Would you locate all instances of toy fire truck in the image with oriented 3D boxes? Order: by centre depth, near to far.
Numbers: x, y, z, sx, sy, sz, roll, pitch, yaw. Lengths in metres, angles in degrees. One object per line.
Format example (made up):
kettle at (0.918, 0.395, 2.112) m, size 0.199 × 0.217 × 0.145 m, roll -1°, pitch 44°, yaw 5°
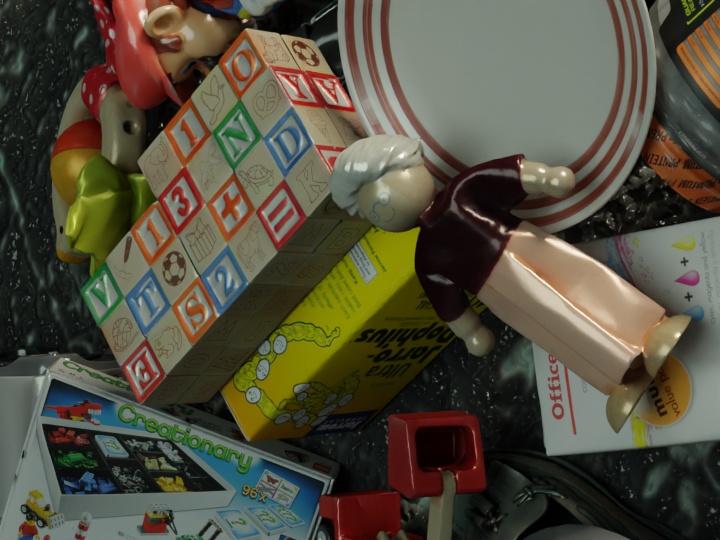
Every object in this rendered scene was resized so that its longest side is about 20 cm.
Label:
toy fire truck at (0.023, 0.183, 1.115) m, size 0.141 × 0.048 × 0.202 m, roll 178°, pitch 91°, yaw -65°

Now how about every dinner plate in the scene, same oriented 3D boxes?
dinner plate at (0.071, -0.116, 0.979) m, size 0.199 × 0.024 × 0.202 m, roll 17°, pitch 119°, yaw 33°

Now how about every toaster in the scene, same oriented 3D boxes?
toaster at (-0.236, 0.120, 1.330) m, size 0.199 × 0.113 × 0.131 m, roll -3°, pitch 90°, yaw 37°

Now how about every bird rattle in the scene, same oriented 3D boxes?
bird rattle at (-0.181, -0.087, 1.299) m, size 0.163 × 0.112 × 0.202 m, roll -31°, pitch 66°, yaw 53°

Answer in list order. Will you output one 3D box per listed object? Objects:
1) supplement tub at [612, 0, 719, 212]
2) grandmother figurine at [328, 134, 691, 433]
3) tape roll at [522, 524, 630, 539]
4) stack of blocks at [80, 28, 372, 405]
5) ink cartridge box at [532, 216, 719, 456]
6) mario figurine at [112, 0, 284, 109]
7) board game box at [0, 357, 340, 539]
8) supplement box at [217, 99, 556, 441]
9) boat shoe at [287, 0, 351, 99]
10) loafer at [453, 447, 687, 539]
supplement tub at (0.226, -0.126, 0.935) m, size 0.200 × 0.122 × 0.123 m, roll -42°, pitch 64°, yaw 32°
grandmother figurine at (0.072, -0.007, 0.969) m, size 0.199 × 0.061 × 0.122 m, roll 33°, pitch 113°, yaw 9°
tape roll at (0.128, 0.238, 1.000) m, size 0.200 × 0.066 × 0.202 m, roll 32°, pitch 137°, yaw 35°
stack of blocks at (-0.078, -0.027, 1.090) m, size 0.200 × 0.058 × 0.116 m, roll -47°, pitch 61°, yaw 30°
ink cartridge box at (0.159, 0.039, 1.025) m, size 0.199 × 0.068 × 0.116 m, roll -12°, pitch 83°, yaw 40°
mario figurine at (-0.068, -0.165, 1.186) m, size 0.200 × 0.123 × 0.106 m, roll -38°, pitch 54°, yaw 16°
board game box at (-0.125, 0.151, 1.221) m, size 0.198 × 0.035 × 0.127 m, roll 21°, pitch 105°, yaw 4°
supplement box at (0.000, 0.000, 1.133) m, size 0.200 × 0.108 × 0.110 m, roll -46°, pitch 62°, yaw 31°
boat shoe at (-0.039, -0.115, 1.200) m, size 0.200 × 0.056 × 0.069 m, roll -45°, pitch 63°, yaw 31°
loafer at (0.113, 0.152, 1.066) m, size 0.199 × 0.063 × 0.073 m, roll 22°, pitch 104°, yaw 38°
